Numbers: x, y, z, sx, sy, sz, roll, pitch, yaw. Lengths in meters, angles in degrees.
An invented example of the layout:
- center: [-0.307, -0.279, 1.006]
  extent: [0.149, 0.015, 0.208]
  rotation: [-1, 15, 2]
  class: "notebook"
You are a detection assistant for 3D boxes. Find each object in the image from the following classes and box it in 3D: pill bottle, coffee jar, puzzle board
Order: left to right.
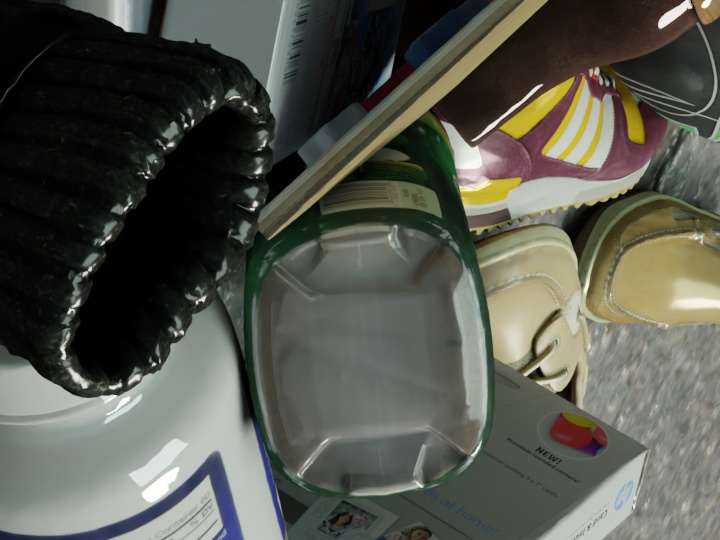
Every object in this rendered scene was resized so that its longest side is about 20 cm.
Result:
- center: [-0.095, 0.057, 0.893]
  extent: [0.120, 0.119, 0.200]
  rotation: [-47, 150, -27]
  class: "pill bottle"
- center: [0.000, 0.000, 0.947]
  extent: [0.200, 0.085, 0.105]
  rotation: [-94, 178, -72]
  class: "coffee jar"
- center: [0.048, -0.089, 0.859]
  extent: [0.151, 0.017, 0.200]
  rotation: [-42, -179, 27]
  class: "puzzle board"

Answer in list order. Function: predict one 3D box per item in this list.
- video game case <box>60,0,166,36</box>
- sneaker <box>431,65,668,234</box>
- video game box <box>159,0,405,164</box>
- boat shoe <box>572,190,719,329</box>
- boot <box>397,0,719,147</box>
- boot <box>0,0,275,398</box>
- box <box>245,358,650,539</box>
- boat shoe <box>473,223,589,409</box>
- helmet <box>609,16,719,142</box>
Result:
- center: [-0.050, -0.165, 0.810]
  extent: [0.182, 0.023, 0.201]
  rotation: [-61, 162, -51]
  class: "video game case"
- center: [0.084, -0.080, 1.133]
  extent: [0.200, 0.075, 0.090]
  rotation: [-25, 141, -51]
  class: "sneaker"
- center: [-0.011, -0.144, 0.856]
  extent: [0.182, 0.047, 0.201]
  rotation: [-34, 137, -71]
  class: "video game box"
- center: [0.178, 0.001, 1.370]
  extent: [0.200, 0.076, 0.072]
  rotation: [-8, 122, -58]
  class: "boat shoe"
- center: [0.062, -0.168, 0.986]
  extent: [0.166, 0.201, 0.072]
  rotation: [-30, 171, 13]
  class: "boot"
- center: [-0.128, 0.011, 0.749]
  extent: [0.079, 0.157, 0.212]
  rotation: [10, 106, -62]
  class: "boot"
- center: [0.000, 0.093, 1.055]
  extent: [0.200, 0.156, 0.041]
  rotation: [-35, 145, -43]
  class: "box"
- center: [0.074, 0.032, 1.181]
  extent: [0.072, 0.065, 0.200]
  rotation: [-19, 162, 3]
  class: "boat shoe"
- center: [0.181, -0.144, 1.087]
  extent: [0.200, 0.199, 0.192]
  rotation: [71, 22, -55]
  class: "helmet"
